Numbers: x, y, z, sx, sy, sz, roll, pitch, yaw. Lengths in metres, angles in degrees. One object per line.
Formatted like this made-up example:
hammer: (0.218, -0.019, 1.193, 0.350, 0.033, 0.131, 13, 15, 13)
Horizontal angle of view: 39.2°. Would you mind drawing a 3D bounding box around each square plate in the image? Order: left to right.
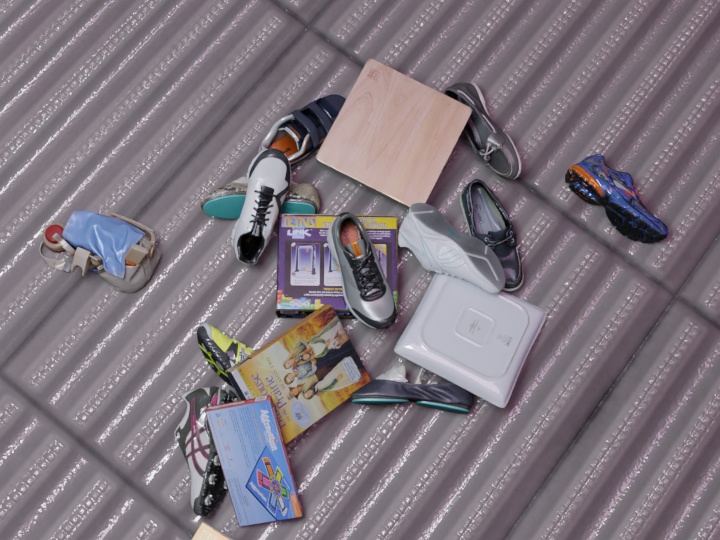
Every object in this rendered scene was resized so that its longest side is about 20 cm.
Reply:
square plate: (0.183, 0.095, 1.637, 0.197, 0.028, 0.200, 27, 60, 7)

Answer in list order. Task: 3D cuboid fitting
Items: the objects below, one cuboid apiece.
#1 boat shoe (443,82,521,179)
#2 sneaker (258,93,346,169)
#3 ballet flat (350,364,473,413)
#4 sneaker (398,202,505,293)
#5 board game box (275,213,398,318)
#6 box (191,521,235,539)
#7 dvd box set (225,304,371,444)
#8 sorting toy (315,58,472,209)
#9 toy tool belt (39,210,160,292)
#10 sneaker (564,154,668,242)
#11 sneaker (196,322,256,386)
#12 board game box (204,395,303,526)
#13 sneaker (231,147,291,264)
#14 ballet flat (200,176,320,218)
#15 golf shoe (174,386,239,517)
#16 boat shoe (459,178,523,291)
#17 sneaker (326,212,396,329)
boat shoe: (0.204, -0.236, 1.734, 0.057, 0.067, 0.201, -11, 65, -35)
sneaker: (-0.091, -0.237, 1.722, 0.078, 0.079, 0.200, 43, 75, 10)
ballet flat: (0.083, 0.186, 1.612, 0.199, 0.073, 0.073, 6, 73, -7)
sneaker: (0.149, -0.025, 1.657, 0.200, 0.080, 0.070, 38, 39, 6)
board game box: (-0.038, -0.006, 1.668, 0.199, 0.057, 0.166, 2, 72, -2)
box: (-0.179, 0.478, 1.498, 0.199, 0.098, 0.125, 29, 74, 6)
dvd box set: (-0.093, 0.165, 1.576, 0.200, 0.029, 0.147, -33, 103, -26)
sorting toy: (0.056, -0.222, 1.720, 0.198, 0.070, 0.201, 27, 81, 4)
toy tool belt: (-0.427, -0.046, 1.626, 0.199, 0.123, 0.125, 18, 74, 3)
sneaker: (0.446, -0.126, 1.718, 0.200, 0.075, 0.078, 43, 73, 8)
sneaker: (-0.178, 0.152, 1.613, 0.200, 0.075, 0.076, 45, 69, -1)
board game box: (-0.160, 0.290, 1.531, 0.102, 0.019, 0.201, -10, 107, 9)
sneaker: (-0.156, -0.098, 1.624, 0.073, 0.080, 0.201, 12, 115, -13)
ballet flat: (-0.168, -0.125, 1.700, 0.199, 0.068, 0.076, 0, 52, -8)
golf shoe: (-0.245, 0.281, 1.577, 0.088, 0.077, 0.201, 0, 70, 18)
boat shoe: (0.222, -0.064, 1.687, 0.074, 0.066, 0.200, -13, 71, -8)
sneaker: (0.000, 0.000, 1.598, 0.074, 0.079, 0.201, -21, 76, -11)
